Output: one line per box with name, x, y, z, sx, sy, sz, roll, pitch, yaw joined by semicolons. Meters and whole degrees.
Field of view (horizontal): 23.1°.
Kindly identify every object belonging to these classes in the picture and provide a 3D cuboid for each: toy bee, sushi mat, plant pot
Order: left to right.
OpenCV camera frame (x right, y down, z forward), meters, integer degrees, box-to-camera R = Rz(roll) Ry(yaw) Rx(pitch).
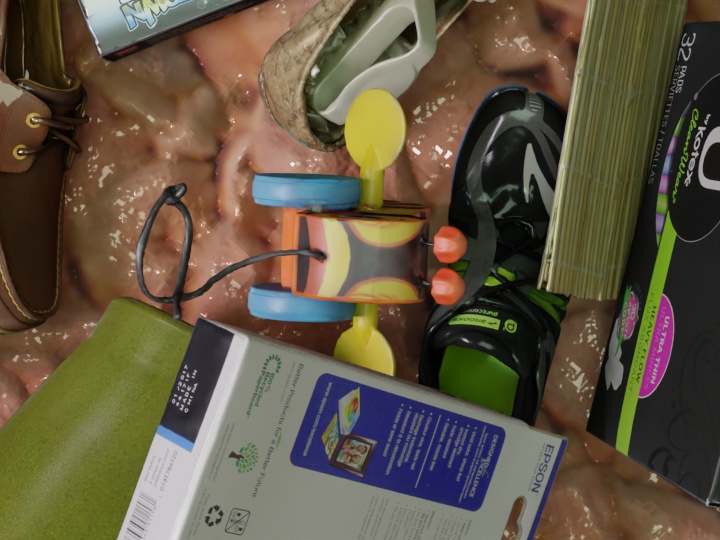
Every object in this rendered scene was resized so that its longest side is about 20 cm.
plant pot;-0.100;0.123;0.791;0.200;0.200;0.193;28;82;1
toy bee;0.000;0.000;0.757;0.108;0.200;0.131;6;117;19
sushi mat;0.122;-0.085;0.813;0.012;0.096;0.201;11;93;33

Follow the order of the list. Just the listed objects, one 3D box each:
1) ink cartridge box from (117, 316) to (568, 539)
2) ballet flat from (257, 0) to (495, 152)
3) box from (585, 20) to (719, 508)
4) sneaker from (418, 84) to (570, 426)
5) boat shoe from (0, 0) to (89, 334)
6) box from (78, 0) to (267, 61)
ink cartridge box;-0.001;0.091;0.732;0.200;0.039;0.100;22;88;-42
ballet flat;0.032;-0.129;0.799;0.070;0.065;0.200;21;121;-38
box;0.199;0.002;0.771;0.124;0.149;0.201;13;93;-14
sneaker;0.068;0.015;0.819;0.070;0.083;0.200;11;93;1
boat shoe;-0.164;-0.071;0.822;0.067;0.072;0.201;-6;91;22
box;-0.049;-0.186;0.838;0.199;0.035;0.110;-20;92;3
